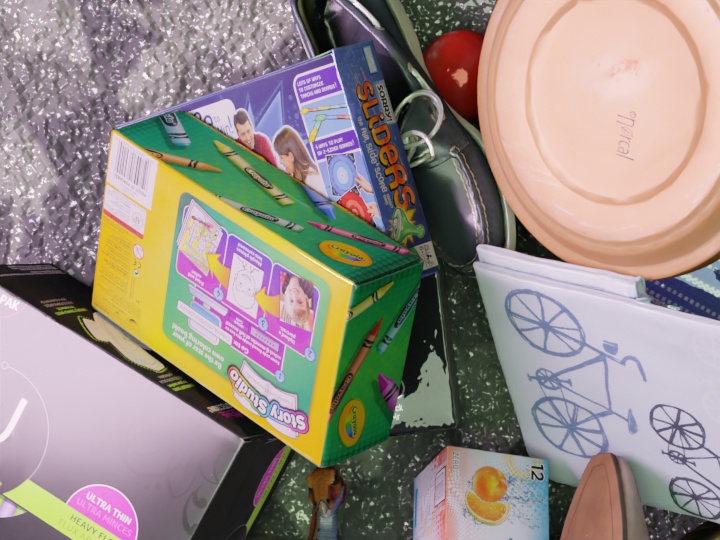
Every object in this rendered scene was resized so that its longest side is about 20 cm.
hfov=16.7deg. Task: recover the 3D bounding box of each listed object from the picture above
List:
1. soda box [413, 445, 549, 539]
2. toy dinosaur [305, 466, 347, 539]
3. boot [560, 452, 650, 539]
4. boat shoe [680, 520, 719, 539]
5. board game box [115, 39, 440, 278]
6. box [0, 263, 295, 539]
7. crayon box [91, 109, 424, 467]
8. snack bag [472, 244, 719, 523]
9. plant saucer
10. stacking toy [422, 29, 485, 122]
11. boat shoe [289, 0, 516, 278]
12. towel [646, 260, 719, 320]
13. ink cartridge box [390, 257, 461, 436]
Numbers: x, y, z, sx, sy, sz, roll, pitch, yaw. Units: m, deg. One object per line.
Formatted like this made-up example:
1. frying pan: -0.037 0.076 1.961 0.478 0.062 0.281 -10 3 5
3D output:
1. soda box: 0.068 0.206 1.412 0.068 0.064 0.201 10 64 -15
2. toy dinosaur: -0.035 0.215 1.472 0.199 0.105 0.183 -19 75 19
3. boot: 0.184 0.217 1.402 0.145 0.070 0.201 15 75 -22
4. boat shoe: 0.282 0.149 1.434 0.200 0.072 0.066 -26 98 14
5. board game box: -0.051 -0.044 1.412 0.199 0.034 0.136 -13 95 47
6. box: -0.161 0.106 1.439 0.199 0.124 0.149 30 99 15
7. crayon box: -0.062 0.007 1.373 0.200 0.058 0.119 32 126 33
8. snack bag: 0.166 0.072 1.372 0.199 0.021 0.189 14 141 30
9. plant saucer: 0.143 -0.094 1.318 0.199 0.032 0.202 6 100 39
10. stacking toy: 0.121 -0.092 1.405 0.199 0.085 0.086 21 99 32
11. boat shoe: 0.022 -0.084 1.398 0.075 0.062 0.201 -31 78 33
12. towel: 0.222 -0.013 1.449 0.144 0.024 0.201 28 96 5
13. ink cartridge box: 0.000 0.000 1.467 0.099 0.039 0.201 -8 94 9
